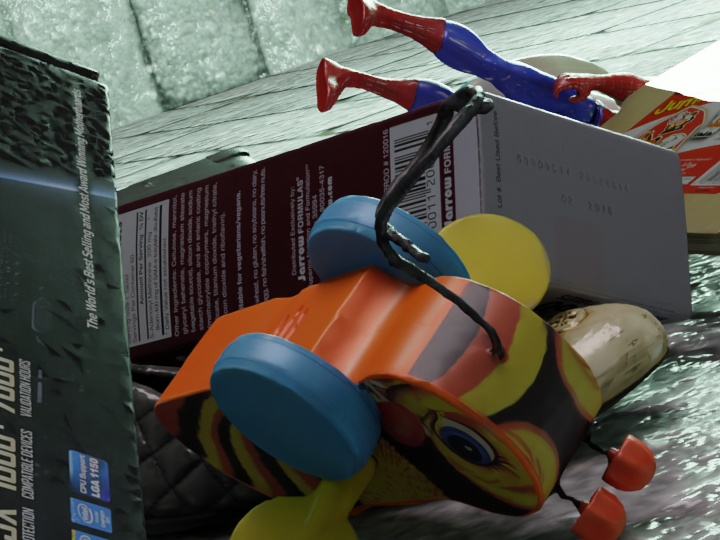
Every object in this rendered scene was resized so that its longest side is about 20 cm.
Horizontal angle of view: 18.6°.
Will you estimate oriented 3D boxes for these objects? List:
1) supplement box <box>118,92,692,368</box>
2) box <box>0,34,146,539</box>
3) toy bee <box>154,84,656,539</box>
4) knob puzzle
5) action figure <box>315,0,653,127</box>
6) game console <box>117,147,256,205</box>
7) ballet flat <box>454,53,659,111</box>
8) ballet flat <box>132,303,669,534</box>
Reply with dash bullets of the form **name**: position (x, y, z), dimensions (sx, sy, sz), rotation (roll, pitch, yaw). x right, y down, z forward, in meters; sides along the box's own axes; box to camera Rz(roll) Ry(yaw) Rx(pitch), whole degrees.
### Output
- **supplement box**: position (0.000, 0.000, 0.751), dimensions (0.200, 0.061, 0.109), rotation (-15, -19, 42)
- **box**: position (-0.141, 0.015, 0.480), dimensions (0.163, 0.086, 0.200), rotation (19, 33, -23)
- **toy bee**: position (0.015, 0.040, 0.578), dimensions (0.131, 0.109, 0.200), rotation (-51, 6, -6)
- **knob puzzle**: position (0.165, -0.062, 0.852), dimensions (0.219, 0.031, 0.220), rotation (-31, 15, 9)
- **action figure**: position (0.082, -0.064, 0.957), dimensions (0.199, 0.066, 0.052), rotation (15, 31, -16)
- **game console**: position (-0.127, 0.023, 1.164), dimensions (0.200, 0.117, 0.176), rotation (-23, 40, -30)
- **ballet flat**: position (0.117, -0.065, 1.041), dimensions (0.069, 0.070, 0.200), rotation (-9, 0, 41)
- **ballet flat**: position (-0.002, 0.039, 0.688), dimensions (0.199, 0.057, 0.066), rotation (-14, 10, 19)
